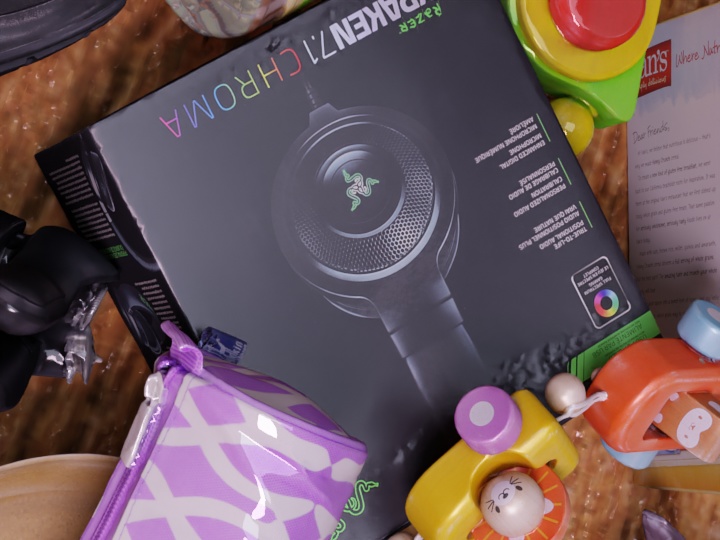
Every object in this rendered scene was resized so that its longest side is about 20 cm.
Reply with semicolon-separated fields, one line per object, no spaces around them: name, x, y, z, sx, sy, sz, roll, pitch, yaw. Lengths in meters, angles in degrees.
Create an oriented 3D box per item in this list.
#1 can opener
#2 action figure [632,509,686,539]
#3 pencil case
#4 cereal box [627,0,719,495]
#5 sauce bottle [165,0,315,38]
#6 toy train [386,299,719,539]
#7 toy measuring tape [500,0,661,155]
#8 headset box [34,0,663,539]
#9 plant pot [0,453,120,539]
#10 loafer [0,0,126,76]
can opener;-0.122;0.019;0.688;0.078;0.200;0.064;19;96;-9
action figure;0.088;0.200;0.797;0.200;0.130;0.070;-51;145;-17
pencil case;-0.073;0.120;0.676;0.085;0.084;0.201;28;87;-40
cereal box;0.158;-0.009;0.823;0.039;0.144;0.202;1;87;-20
sauce bottle;0.004;-0.155;0.793;0.199;0.064;0.065;-35;100;-37
toy train;0.071;0.103;0.759;0.150;0.056;0.201;7;123;-50
toy measuring tape;0.094;-0.147;0.847;0.073;0.073;0.202;14;82;-19
headset box;0.000;0.000;0.788;0.173;0.093;0.201;-29;98;-19
plant pot;-0.113;0.163;0.729;0.198;0.027;0.202;-4;99;-26
loafer;-0.182;-0.094;0.736;0.199;0.068;0.071;-17;101;-17
